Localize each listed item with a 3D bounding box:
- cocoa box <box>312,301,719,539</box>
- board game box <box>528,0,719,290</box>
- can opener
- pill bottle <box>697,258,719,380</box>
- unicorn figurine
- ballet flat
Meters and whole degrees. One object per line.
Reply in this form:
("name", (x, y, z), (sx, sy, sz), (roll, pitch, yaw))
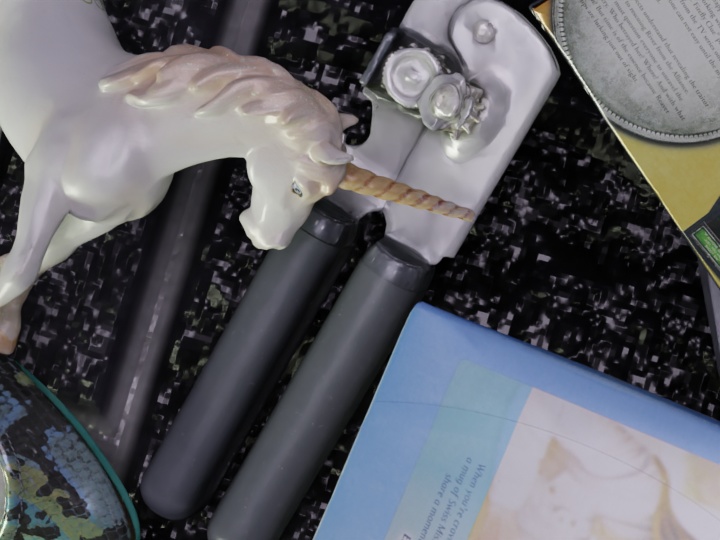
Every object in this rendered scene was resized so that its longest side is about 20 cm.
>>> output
("cocoa box", (0.047, 0.130, 0.743), (0.133, 0.131, 0.200), (22, 87, 16))
("board game box", (0.156, -0.025, 0.674), (0.135, 0.035, 0.200), (-31, 97, 28))
("can opener", (0.000, 0.000, 0.812), (0.053, 0.066, 0.200), (32, 97, 12))
("pill bottle", (0.200, -0.018, 0.758), (0.199, 0.110, 0.110), (-10, 82, 6))
("unicorn figurine", (-0.085, -0.041, 0.785), (0.137, 0.074, 0.200), (-47, 66, 17))
("ballet flat", (-0.155, 0.036, 0.815), (0.074, 0.074, 0.200), (-45, 75, 1))
